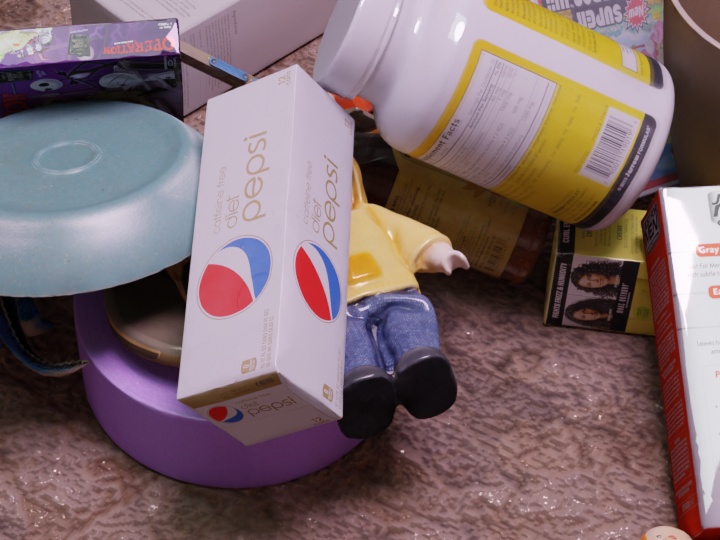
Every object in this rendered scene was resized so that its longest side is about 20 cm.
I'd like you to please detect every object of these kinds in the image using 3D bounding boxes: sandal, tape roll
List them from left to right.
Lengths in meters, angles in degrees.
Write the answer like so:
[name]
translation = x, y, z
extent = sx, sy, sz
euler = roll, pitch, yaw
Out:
[sandal]
translation = -0.116, -0.023, 0.973
extent = 0.080, 0.054, 0.201
euler = -5, 47, -6
[tape roll]
translation = -0.075, 0.035, 1.002
extent = 0.199, 0.066, 0.201
euler = 1, 47, -1

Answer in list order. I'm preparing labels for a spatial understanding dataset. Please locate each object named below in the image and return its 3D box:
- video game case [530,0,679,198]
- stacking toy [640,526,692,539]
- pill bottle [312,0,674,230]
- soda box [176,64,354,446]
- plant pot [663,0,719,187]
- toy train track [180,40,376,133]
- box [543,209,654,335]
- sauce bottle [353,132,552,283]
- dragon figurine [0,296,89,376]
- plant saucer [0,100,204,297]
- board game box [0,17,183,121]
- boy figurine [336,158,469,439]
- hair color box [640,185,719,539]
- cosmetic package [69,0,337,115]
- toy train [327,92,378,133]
[video game case]
translation = 0.162, -0.145, 1.086
extent = 0.143, 0.201, 0.017
euler = -18, 9, -43
[stacking toy]
translation = 0.153, 0.202, 0.839
extent = 0.115, 0.110, 0.200
euler = 11, 36, 12
[pill bottle]
translation = 0.077, -0.109, 0.966
extent = 0.199, 0.112, 0.112
euler = 22, 45, -13
[soda box]
translation = -0.049, -0.010, 0.895
extent = 0.068, 0.064, 0.201
euler = -18, 53, 29
[plant pot]
translation = 0.276, -0.104, 1.050
extent = 0.186, 0.201, 0.188
euler = 0, 47, 0
[toy train track]
translation = -0.059, -0.105, 1.096
extent = 0.199, 0.115, 0.033
euler = 25, 79, -25
[box]
translation = 0.220, 0.006, 1.033
extent = 0.198, 0.076, 0.050
euler = 7, 49, 3
[sauce bottle]
translation = 0.026, -0.053, 1.060
extent = 0.199, 0.066, 0.066
euler = 21, 47, -4
[dragon figurine]
translation = -0.231, -0.004, 0.991
extent = 0.059, 0.100, 0.200
euler = -22, 32, -18
[plant saucer]
translation = -0.171, -0.053, 0.952
extent = 0.198, 0.036, 0.200
euler = -3, 32, 2
[board game box]
translation = -0.174, -0.110, 1.053
extent = 0.119, 0.200, 0.033
euler = -1, 76, -5
[boy figurine]
translation = 0.000, 0.000, 0.949
extent = 0.124, 0.065, 0.201
euler = -15, 51, -3
[hair color box]
translation = 0.228, 0.052, 0.941
extent = 0.101, 0.061, 0.201
euler = -3, 73, -2
[cosmetic package]
translation = -0.108, -0.205, 1.214
extent = 0.200, 0.085, 0.107
euler = -33, 56, -30
[toy train]
translation = 0.065, -0.140, 1.148
extent = 0.199, 0.056, 0.150
euler = -17, 12, 34
